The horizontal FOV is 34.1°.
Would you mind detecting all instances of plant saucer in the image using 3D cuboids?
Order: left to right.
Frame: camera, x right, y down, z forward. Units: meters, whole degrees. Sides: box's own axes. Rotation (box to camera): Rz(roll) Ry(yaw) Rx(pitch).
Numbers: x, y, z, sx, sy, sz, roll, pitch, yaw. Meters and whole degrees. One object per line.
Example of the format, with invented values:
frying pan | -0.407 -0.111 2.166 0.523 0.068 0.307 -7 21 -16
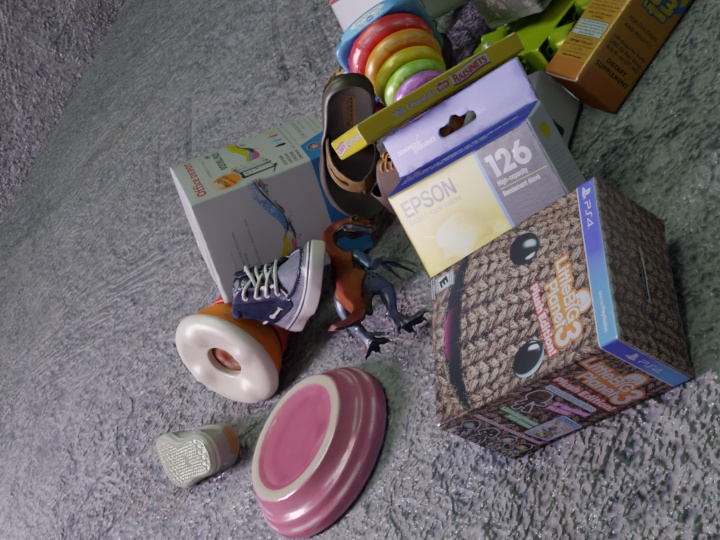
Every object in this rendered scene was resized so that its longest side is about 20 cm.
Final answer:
plant saucer | -0.055 0.192 1.288 0.200 0.051 0.201 -39 32 31

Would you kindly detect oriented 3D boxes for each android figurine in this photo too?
android figurine | 0.195 -0.266 1.333 0.182 0.041 0.200 -51 25 -24

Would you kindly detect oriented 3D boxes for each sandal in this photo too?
sandal | -0.004 -0.133 1.351 0.055 0.082 0.200 -110 14 -47

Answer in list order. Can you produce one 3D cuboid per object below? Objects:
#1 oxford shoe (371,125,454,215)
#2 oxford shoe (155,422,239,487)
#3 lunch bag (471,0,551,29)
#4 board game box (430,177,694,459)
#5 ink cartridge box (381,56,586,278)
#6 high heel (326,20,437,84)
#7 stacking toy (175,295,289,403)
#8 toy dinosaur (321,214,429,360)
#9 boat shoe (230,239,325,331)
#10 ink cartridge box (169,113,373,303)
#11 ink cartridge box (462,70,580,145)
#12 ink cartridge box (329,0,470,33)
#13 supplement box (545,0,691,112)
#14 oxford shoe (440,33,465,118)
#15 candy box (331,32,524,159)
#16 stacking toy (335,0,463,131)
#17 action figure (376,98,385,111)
oxford shoe | 0.053 -0.106 1.273 0.200 0.073 0.071 115 176 -67
oxford shoe | -0.207 0.232 1.493 0.058 0.075 0.200 -24 0 -32
lunch bag | 0.188 -0.401 1.328 0.200 0.164 0.118 -48 20 -24
board game box | 0.165 0.046 1.012 0.200 0.097 0.160 -34 44 38
ink cartridge box | 0.121 -0.072 1.138 0.198 0.200 0.047 -28 5 45
high heel | 0.028 -0.302 1.658 0.200 0.071 0.143 -37 17 18
stacking toy | -0.128 0.057 1.502 0.146 0.146 0.200 -22 25 48
toy dinosaur | 0.000 0.000 1.303 0.105 0.200 0.182 -37 63 6
boat shoe | -0.098 0.018 1.339 0.200 0.093 0.075 117 159 -63
ink cartridge box | -0.113 -0.080 1.468 0.200 0.145 0.147 -22 29 -9
ink cartridge box | 0.160 -0.134 1.255 0.116 0.067 0.200 -16 49 54
ink cartridge box | 0.084 -0.361 1.493 0.200 0.084 0.144 -33 12 -36
supplement box | 0.280 -0.265 1.200 0.200 0.067 0.069 -57 28 2
oxford shoe | 0.101 -0.213 1.433 0.073 0.071 0.200 -13 55 32
candy box | 0.068 -0.179 1.212 0.200 0.026 0.102 -32 3 -15
stacking toy | 0.063 -0.206 1.327 0.116 0.110 0.200 -35 50 10
action figure | 0.028 -0.231 1.576 0.200 0.065 0.052 -36 57 33
